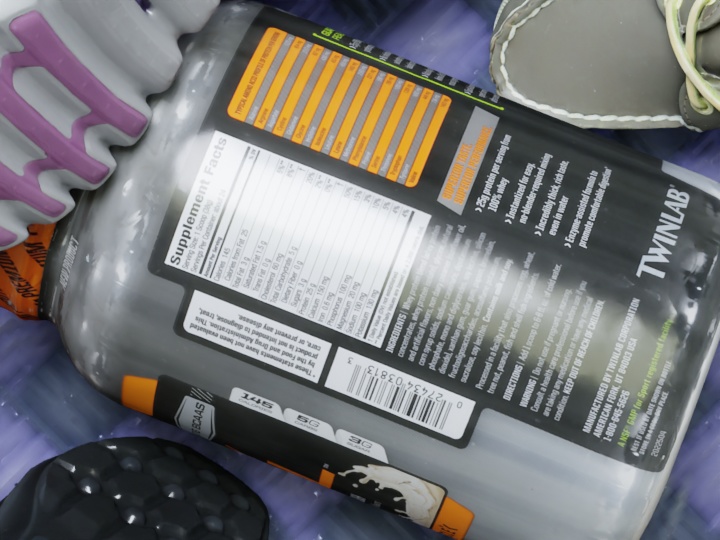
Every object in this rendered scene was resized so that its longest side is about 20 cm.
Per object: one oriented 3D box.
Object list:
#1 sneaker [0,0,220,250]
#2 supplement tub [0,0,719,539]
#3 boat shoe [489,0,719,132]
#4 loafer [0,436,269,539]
[{"bbox_3d":[-0.082,-0.089,0.732,0.088,0.081,0.200,35,78,32],"label":"sneaker"},{"bbox_3d":[0.000,0.000,0.797,0.199,0.123,0.123,22,79,3],"label":"supplement tub"},{"bbox_3d":[0.122,-0.076,0.806,0.200,0.060,0.073,-10,108,27],"label":"boat shoe"},{"bbox_3d":[-0.086,0.102,0.756,0.068,0.200,0.071,33,116,10],"label":"loafer"}]
